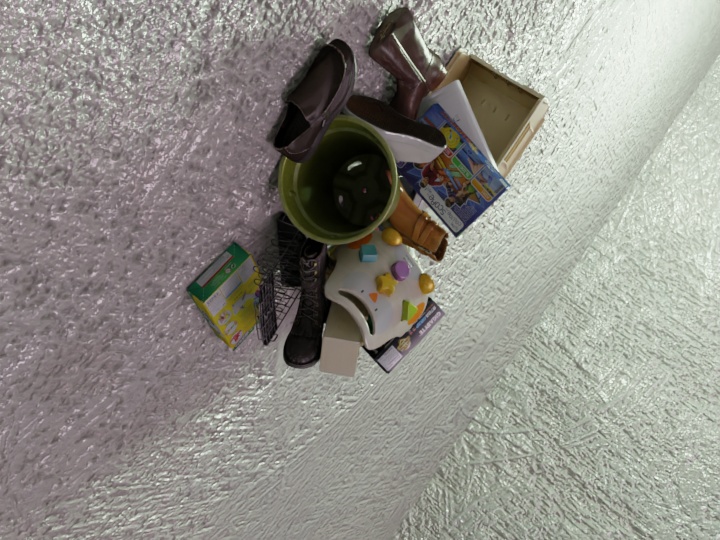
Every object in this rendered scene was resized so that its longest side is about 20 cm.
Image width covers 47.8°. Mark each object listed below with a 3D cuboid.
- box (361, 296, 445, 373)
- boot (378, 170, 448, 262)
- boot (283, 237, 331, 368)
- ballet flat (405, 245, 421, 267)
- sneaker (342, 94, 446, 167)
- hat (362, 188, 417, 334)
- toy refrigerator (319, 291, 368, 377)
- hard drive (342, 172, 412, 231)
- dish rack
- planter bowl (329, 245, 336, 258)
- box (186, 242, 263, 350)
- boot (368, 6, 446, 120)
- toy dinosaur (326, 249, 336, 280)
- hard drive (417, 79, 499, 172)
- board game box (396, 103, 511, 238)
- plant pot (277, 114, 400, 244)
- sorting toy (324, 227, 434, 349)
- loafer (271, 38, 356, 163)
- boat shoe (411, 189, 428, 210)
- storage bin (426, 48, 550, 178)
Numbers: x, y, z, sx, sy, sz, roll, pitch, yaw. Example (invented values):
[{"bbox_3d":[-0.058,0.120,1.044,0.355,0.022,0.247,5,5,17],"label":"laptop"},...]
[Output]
[{"bbox_3d":[0.063,0.101,1.594,0.159,0.200,0.046,-46,111,-4],"label":"box"},{"bbox_3d":[0.097,-0.106,1.526,0.074,0.154,0.201,-46,154,-12],"label":"boot"},{"bbox_3d":[-0.090,0.043,1.368,0.201,0.068,0.176,-76,170,-48],"label":"boot"},{"bbox_3d":[0.080,-0.038,1.687,0.074,0.200,0.065,-6,112,-10],"label":"ballet flat"},{"bbox_3d":[0.045,-0.227,1.390,0.085,0.198,0.074,-45,-149,45],"label":"sneaker"},{"bbox_3d":[0.000,0.000,1.535,0.165,0.175,0.202,-26,-141,46],"label":"hat"},{"bbox_3d":[-0.021,0.091,1.423,0.201,0.069,0.077,-77,176,-58],"label":"toy refrigerator"},{"bbox_3d":[0.034,-0.134,1.609,0.199,0.038,0.141,-17,136,-54],"label":"hard drive"},{"bbox_3d":[-0.142,0.019,1.371,0.201,0.054,0.155,-63,160,-45],"label":"dish rack"},{"bbox_3d":[-0.018,0.031,1.672,0.200,0.083,0.202,-41,152,-27],"label":"planter bowl"},{"bbox_3d":[-0.214,0.052,1.394,0.117,0.048,0.201,-47,152,-18],"label":"box"},{"bbox_3d":[0.053,-0.326,1.376,0.188,0.064,0.200,-55,152,4],"label":"boot"},{"bbox_3d":[-0.051,-0.007,1.529,0.199,0.101,0.059,-34,-152,39],"label":"toy dinosaur"},{"bbox_3d":[0.162,-0.224,1.484,0.131,0.202,0.027,-22,-175,30],"label":"hard drive"},{"bbox_3d":[0.156,-0.179,1.465,0.135,0.201,0.034,-43,173,29],"label":"board game box"},{"bbox_3d":[-0.013,-0.143,1.363,0.202,0.199,0.184,-58,166,10],"label":"plant pot"},{"bbox_3d":[0.022,0.039,1.373,0.106,0.201,0.180,-32,-172,44],"label":"sorting toy"},{"bbox_3d":[-0.071,-0.252,1.226,0.071,0.073,0.202,-10,131,-59],"label":"loafer"},{"bbox_3d":[0.146,-0.164,1.707,0.202,0.069,0.071,-63,-168,11],"label":"boat shoe"},{"bbox_3d":[0.229,-0.291,1.558,0.200,0.199,0.094,-55,157,4],"label":"storage bin"}]
